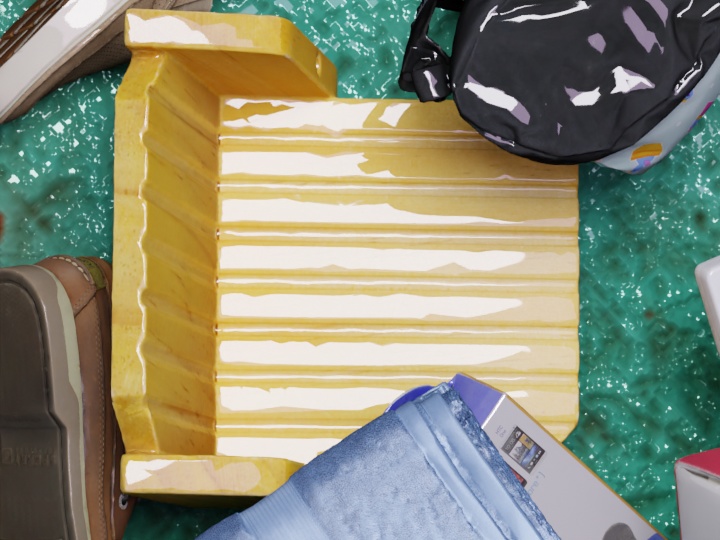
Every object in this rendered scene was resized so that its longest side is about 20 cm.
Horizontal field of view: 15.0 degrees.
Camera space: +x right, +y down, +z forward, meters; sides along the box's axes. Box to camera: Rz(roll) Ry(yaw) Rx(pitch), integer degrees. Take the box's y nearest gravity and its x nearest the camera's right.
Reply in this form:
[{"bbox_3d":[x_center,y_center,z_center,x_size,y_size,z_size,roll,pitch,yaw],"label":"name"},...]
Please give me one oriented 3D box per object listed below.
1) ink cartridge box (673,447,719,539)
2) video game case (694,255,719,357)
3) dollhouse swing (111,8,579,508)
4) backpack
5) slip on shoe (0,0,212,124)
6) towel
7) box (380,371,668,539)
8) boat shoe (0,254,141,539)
[{"bbox_3d":[0.239,0.134,1.131,0.199,0.086,0.149,-12,102,-18],"label":"ink cartridge box"},{"bbox_3d":[0.237,0.066,1.182,0.142,0.017,0.201,-22,104,-11],"label":"video game case"},{"bbox_3d":[0.000,0.000,1.178,0.175,0.182,0.201,0,83,10],"label":"dollhouse swing"},{"bbox_3d":[0.108,-0.118,1.191,0.126,0.200,0.167,40,99,-2],"label":"backpack"},{"bbox_3d":[-0.089,-0.123,1.222,0.200,0.076,0.061,-43,107,-17],"label":"slip on shoe"},{"bbox_3d":[-0.017,0.140,1.091,0.199,0.049,0.112,-33,73,-6],"label":"towel"},{"bbox_3d":[0.064,0.135,1.182,0.200,0.041,0.119,42,79,-37],"label":"box"},{"bbox_3d":[-0.122,0.094,1.185,0.068,0.072,0.201,-11,106,-50],"label":"boat shoe"}]
